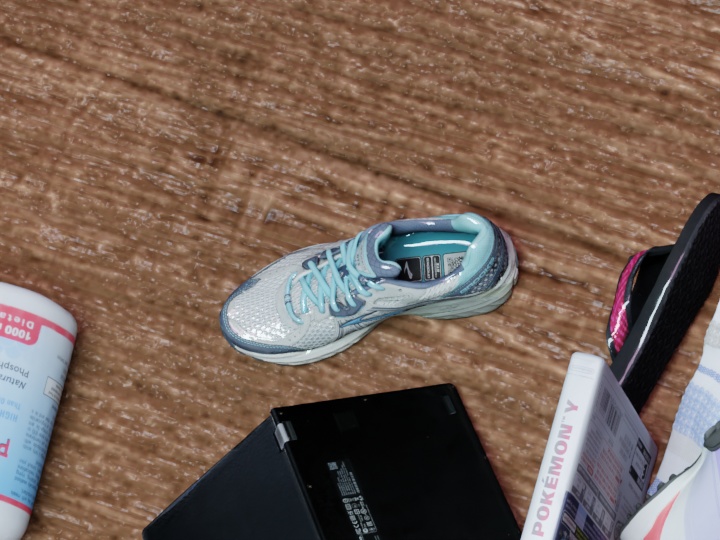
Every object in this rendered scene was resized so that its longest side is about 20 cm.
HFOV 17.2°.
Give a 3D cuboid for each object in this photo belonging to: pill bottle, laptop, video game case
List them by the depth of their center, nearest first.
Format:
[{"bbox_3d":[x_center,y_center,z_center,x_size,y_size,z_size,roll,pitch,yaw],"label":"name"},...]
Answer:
[{"bbox_3d":[0.128,0.162,1.397,0.023,0.200,0.183,12,75,19],"label":"video game case"},{"bbox_3d":[-0.011,0.189,1.489,0.199,0.116,0.188,-8,51,-21],"label":"laptop"},{"bbox_3d":[-0.256,0.112,1.530,0.108,0.109,0.201,9,74,13],"label":"pill bottle"}]

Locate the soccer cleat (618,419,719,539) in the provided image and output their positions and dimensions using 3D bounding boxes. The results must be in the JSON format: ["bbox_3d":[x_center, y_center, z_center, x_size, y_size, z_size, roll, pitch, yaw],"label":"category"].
[{"bbox_3d":[0.223,0.127,1.374,0.068,0.200,0.073,-24,69,-39],"label":"soccer cleat"}]

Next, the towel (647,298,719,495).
[{"bbox_3d":[0.245,0.097,1.405,0.024,0.201,0.147,-11,40,-37],"label":"towel"}]

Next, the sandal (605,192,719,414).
[{"bbox_3d":[0.175,0.033,1.500,0.045,0.075,0.201,26,81,28],"label":"sandal"}]

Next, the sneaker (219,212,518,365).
[{"bbox_3d":[0.000,0.000,1.531,0.199,0.086,0.078,-17,70,4],"label":"sneaker"}]
